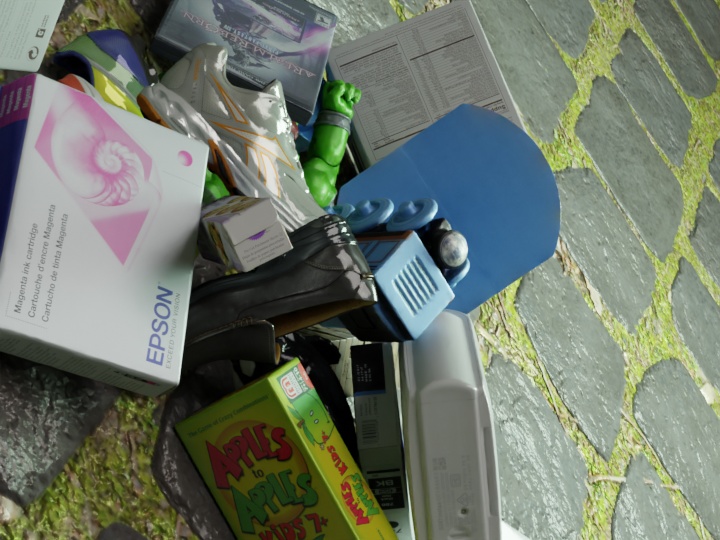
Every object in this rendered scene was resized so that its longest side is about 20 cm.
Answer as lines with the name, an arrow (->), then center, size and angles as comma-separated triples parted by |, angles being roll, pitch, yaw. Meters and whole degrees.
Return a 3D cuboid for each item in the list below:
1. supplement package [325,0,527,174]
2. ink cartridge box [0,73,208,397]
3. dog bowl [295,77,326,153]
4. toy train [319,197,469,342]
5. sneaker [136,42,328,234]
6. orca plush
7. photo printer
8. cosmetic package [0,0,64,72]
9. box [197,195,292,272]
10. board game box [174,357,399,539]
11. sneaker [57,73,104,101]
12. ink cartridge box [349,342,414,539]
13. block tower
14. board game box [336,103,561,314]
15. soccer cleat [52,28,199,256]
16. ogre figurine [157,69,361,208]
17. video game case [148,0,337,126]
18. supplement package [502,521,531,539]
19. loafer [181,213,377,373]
supplement package -> 0.070, -0.124, 1.574 | 0.152, 0.150, 0.201 | 83, -15, -78
ink cartridge box -> -0.206, -0.032, 1.131 | 0.199, 0.043, 0.197 | 21, 59, -30
dog bowl -> -0.102, -0.182, 1.508 | 0.200, 0.049, 0.112 | 42, 34, -30
toy train -> 0.000, 0.000, 1.344 | 0.114, 0.200, 0.087 | -45, 116, -30
sneaker -> -0.073, -0.095, 1.272 | 0.200, 0.092, 0.076 | 43, -8, -13
orca plush -> -0.042, 0.124, 1.279 | 0.071, 0.105, 0.201 | 32, -41, 58
photo printer -> 0.068, 0.128, 1.294 | 0.200, 0.069, 0.167 | -91, 175, -72
cosmetic package -> -0.309, -0.195, 1.122 | 0.101, 0.071, 0.200 | 33, 19, 26
box -> -0.091, -0.029, 1.189 | 0.039, 0.041, 0.200 | 66, -10, -8
board game box -> -0.045, 0.178, 1.230 | 0.200, 0.101, 0.048 | 61, 33, -2
sneaker -> -0.210, -0.043, 1.217 | 0.082, 0.077, 0.201 | -20, 83, -32
ink cartridge box -> 0.020, 0.153, 1.363 | 0.200, 0.039, 0.100 | 80, 4, -54
block tower -> -0.010, 0.075, 1.406 | 0.200, 0.054, 0.058 | -1, 101, -58
board game box -> 0.079, -0.048, 1.464 | 0.158, 0.200, 0.039 | 55, 2, -8
soccer cleat -> -0.186, -0.095, 1.306 | 0.083, 0.065, 0.201 | -19, 85, -31
ogre figurine -> -0.087, -0.107, 1.397 | 0.200, 0.098, 0.120 | 4, 81, -55
video game case -> -0.095, -0.204, 1.400 | 0.142, 0.019, 0.200 | 25, 30, -10
supplement package -> 0.104, 0.325, 1.323 | 0.120, 0.121, 0.201 | 36, 38, -38
loafer -> -0.081, 0.038, 1.205 | 0.072, 0.200, 0.073 | 58, 1, 15
